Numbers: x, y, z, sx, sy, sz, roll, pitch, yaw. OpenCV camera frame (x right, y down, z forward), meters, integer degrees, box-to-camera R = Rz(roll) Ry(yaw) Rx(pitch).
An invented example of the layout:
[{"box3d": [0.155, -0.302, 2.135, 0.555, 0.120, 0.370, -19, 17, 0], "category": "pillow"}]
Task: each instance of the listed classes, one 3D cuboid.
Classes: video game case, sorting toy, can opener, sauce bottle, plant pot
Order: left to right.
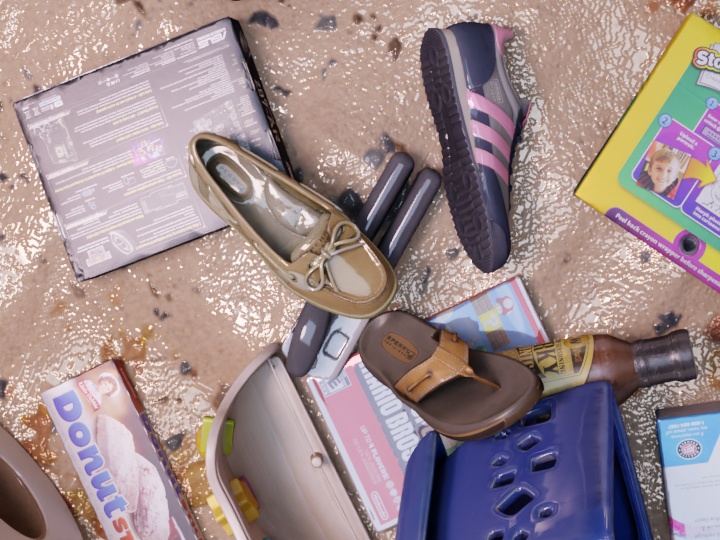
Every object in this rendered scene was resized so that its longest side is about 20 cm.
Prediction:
[{"box3d": [-0.079, 0.176, 1.549, 0.106, 0.180, 0.202, -27, 90, 8], "category": "sorting toy"}, {"box3d": [0.000, 0.000, 1.582, 0.053, 0.067, 0.201, 29, 96, 0], "category": "can opener"}, {"box3d": [0.072, 0.111, 1.608, 0.198, 0.017, 0.144, -26, 90, 8], "category": "video game case"}, {"box3d": [0.129, 0.228, 1.495, 0.178, 0.201, 0.201, -11, 121, 14], "category": "plant pot"}, {"box3d": [0.168, 0.085, 1.555, 0.198, 0.065, 0.065, -12, 92, 6], "category": "sauce bottle"}]

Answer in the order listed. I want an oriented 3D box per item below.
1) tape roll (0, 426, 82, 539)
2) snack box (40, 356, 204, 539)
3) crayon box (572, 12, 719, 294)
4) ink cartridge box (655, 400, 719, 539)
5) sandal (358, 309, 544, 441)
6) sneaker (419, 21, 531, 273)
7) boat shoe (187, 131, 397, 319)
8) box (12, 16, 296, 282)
[{"box3d": [-0.337, 0.217, 1.573, 0.139, 0.203, 0.203, -40, 88, 7], "category": "tape roll"}, {"box3d": [-0.195, 0.179, 1.641, 0.071, 0.024, 0.202, -25, 91, 9], "category": "snack box"}, {"box3d": [0.297, -0.078, 1.548, 0.199, 0.058, 0.173, 34, 96, 3], "category": "crayon box"}, {"box3d": [0.305, 0.207, 1.560, 0.114, 0.068, 0.202, -7, 92, 8], "category": "ink cartridge box"}, {"box3d": [0.060, 0.071, 1.522, 0.082, 0.200, 0.055, -45, 130, -10], "category": "sandal"}, {"box3d": [0.108, -0.102, 1.566, 0.081, 0.070, 0.202, -13, 97, -23], "category": "sneaker"}, {"box3d": [-0.056, -0.036, 1.537, 0.200, 0.063, 0.073, 42, 84, 8], "category": "boat shoe"}, {"box3d": [-0.167, -0.099, 1.611, 0.198, 0.044, 0.162, -21, 91, 8], "category": "box"}]
